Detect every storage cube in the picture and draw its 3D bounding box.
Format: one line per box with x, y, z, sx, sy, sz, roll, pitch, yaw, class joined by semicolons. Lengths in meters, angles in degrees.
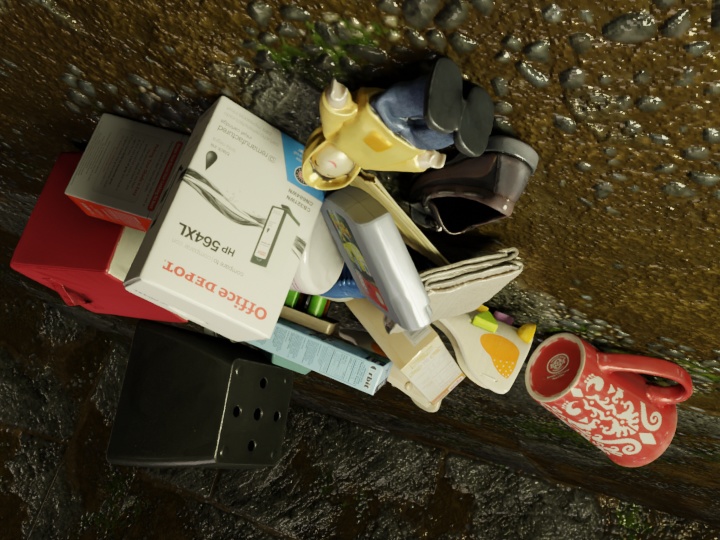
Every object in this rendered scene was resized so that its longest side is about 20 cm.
-0.323;-0.043;0.926;0.177;0.203;0.171;3;156;27;storage cube

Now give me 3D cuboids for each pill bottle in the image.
-0.124;-0.041;0.852;0.197;0.114;0.112;11;161;25;pill bottle

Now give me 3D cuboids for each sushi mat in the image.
0.033;-0.062;0.729;0.095;0.012;0.200;39;178;41;sushi mat

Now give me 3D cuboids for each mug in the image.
0.357;0.166;0.982;0.199;0.178;0.134;32;-165;-23;mug

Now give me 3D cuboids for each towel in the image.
0.102;0.031;0.797;0.130;0.035;0.200;-14;165;-11;towel

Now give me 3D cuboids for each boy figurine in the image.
0.011;-0.117;0.568;0.123;0.065;0.198;29;157;-36;boy figurine

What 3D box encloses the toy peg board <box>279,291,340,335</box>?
-0.118;0.021;1.097;0.197;0.099;0.199;21;178;3;toy peg board

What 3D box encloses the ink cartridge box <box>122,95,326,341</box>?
-0.130;-0.046;0.694;0.145;0.203;0.084;27;161;-25;ink cartridge box

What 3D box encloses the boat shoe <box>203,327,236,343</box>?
-0.183;0.056;0.949;0.063;0.072;0.200;23;162;-3;boat shoe

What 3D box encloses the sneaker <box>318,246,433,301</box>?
0.000;-0.001;0.881;0.197;0.078;0.111;8;166;22;sneaker

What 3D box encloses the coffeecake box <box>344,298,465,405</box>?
0.066;0.099;1.007;0.154;0.073;0.200;49;178;31;coffeecake box

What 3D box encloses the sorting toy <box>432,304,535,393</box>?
0.144;0.082;0.965;0.178;0.108;0.200;32;176;9;sorting toy

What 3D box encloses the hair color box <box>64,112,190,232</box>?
-0.225;-0.099;0.789;0.197;0.113;0.064;16;163;12;hair color box

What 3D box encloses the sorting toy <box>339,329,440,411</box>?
0.050;0.159;1.272;0.178;0.108;0.200;16;162;45;sorting toy

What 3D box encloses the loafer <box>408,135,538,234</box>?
0.089;-0.064;0.629;0.071;0.064;0.200;22;165;-15;loafer

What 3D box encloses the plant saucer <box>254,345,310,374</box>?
-0.134;0.122;1.053;0.069;0.019;0.200;24;179;-23;plant saucer

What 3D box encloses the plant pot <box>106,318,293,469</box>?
-0.210;0.192;0.973;0.175;0.204;0.199;2;166;33;plant pot

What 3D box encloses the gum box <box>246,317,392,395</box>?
-0.055;0.118;0.999;0.197;0.045;0.170;22;178;9;gum box

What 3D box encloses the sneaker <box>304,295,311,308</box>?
-0.178;0.052;1.235;0.197;0.082;0.075;18;164;12;sneaker

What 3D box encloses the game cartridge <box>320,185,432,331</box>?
0.008;-0.022;0.706;0.135;0.040;0.200;68;170;-14;game cartridge
